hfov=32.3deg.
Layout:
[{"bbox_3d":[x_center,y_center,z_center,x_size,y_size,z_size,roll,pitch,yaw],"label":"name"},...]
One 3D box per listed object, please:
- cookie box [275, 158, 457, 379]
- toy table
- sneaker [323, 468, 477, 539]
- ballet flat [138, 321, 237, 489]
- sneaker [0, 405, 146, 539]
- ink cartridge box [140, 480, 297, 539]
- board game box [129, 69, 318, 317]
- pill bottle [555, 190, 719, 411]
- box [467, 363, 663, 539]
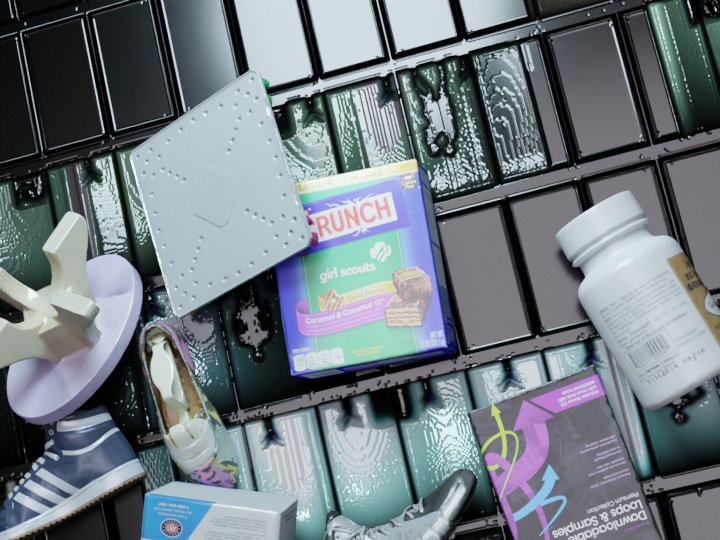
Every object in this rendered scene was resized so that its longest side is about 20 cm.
[{"bbox_3d":[0.000,0.000,1.307,0.170,0.075,0.201,-11,80,9],"label":"cookie box"},{"bbox_3d":[-0.322,0.048,1.301,0.183,0.117,0.201,4,61,26],"label":"toy table"},{"bbox_3d":[0.024,0.264,1.270,0.115,0.075,0.201,35,90,14],"label":"sneaker"},{"bbox_3d":[-0.191,0.146,1.320,0.069,0.071,0.201,-24,80,4],"label":"ballet flat"},{"bbox_3d":[-0.340,0.219,1.333,0.199,0.070,0.109,-27,84,-2],"label":"sneaker"},{"bbox_3d":[-0.149,0.329,1.271,0.145,0.084,0.202,6,92,10],"label":"ink cartridge box"},{"bbox_3d":[-0.147,-0.078,1.318,0.199,0.026,0.201,-28,72,31],"label":"board game box"},{"bbox_3d":[0.283,0.028,1.239,0.114,0.114,0.201,-30,79,4],"label":"pill bottle"},{"bbox_3d":[0.209,0.215,1.265,0.142,0.036,0.201,-22,81,6],"label":"box"}]
